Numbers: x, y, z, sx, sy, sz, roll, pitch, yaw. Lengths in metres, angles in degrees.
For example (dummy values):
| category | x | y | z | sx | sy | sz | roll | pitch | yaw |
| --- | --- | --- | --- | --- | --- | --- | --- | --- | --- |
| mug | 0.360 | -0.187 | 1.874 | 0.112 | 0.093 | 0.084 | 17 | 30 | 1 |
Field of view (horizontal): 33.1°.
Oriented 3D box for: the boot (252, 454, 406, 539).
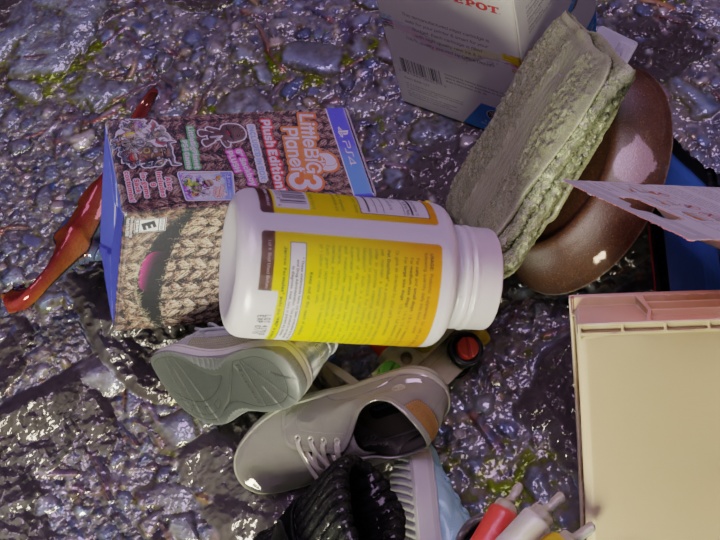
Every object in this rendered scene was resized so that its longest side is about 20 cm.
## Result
| category | x | y | z | sx | sy | sz | roll | pitch | yaw |
| --- | --- | --- | --- | --- | --- | --- | --- | --- | --- |
| boot | -0.026 | 0.251 | 0.851 | 0.158 | 0.079 | 0.212 | -37 | 54 | 22 |

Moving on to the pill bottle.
| category | x | y | z | sx | sy | sz | roll | pitch | yaw |
| --- | --- | --- | --- | --- | --- | --- | --- | --- | --- |
| pill bottle | 0.000 | 0.000 | 0.896 | 0.199 | 0.109 | 0.110 | 4 | 57 | -14 |

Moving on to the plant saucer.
| category | x | y | z | sx | sy | sz | roll | pitch | yaw |
| --- | --- | --- | --- | --- | --- | --- | --- | --- | --- |
| plant saucer | 0.170 | -0.080 | 0.993 | 0.037 | 0.200 | 0.201 | 20 | 55 | -27 |

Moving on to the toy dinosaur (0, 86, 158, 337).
| category | x | y | z | sx | sy | sz | roll | pitch | yaw |
| --- | --- | --- | --- | --- | --- | --- | --- | --- | --- |
| toy dinosaur | -0.252 | -0.043 | 1.083 | 0.105 | 0.201 | 0.181 | 7 | 28 | 34 |

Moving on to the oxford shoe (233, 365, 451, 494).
| category | x | y | z | sx | sy | sz | roll | pitch | yaw |
| --- | --- | --- | --- | --- | --- | --- | --- | --- | --- |
| oxford shoe | -0.022 | 0.131 | 0.931 | 0.199 | 0.075 | 0.058 | -24 | 25 | 27 |

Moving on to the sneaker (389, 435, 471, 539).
| category | x | y | z | sx | sy | sz | roll | pitch | yaw |
| --- | --- | --- | --- | --- | --- | --- | --- | --- | --- |
| sneaker | 0.072 | 0.215 | 0.906 | 0.082 | 0.074 | 0.201 | 5 | 50 | -19 |

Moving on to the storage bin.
| category | x | y | z | sx | sy | sz | roll | pitch | yaw |
| --- | --- | --- | --- | --- | --- | --- | --- | --- | --- |
| storage bin | 0.248 | 0.119 | 0.835 | 0.198 | 0.094 | 0.201 | -2 | 98 | 10 |

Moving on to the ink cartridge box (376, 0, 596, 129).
| category | x | y | z | sx | sy | sz | roll | pitch | yaw |
| --- | --- | --- | --- | --- | --- | --- | --- | --- | --- |
| ink cartridge box | 0.116 | -0.244 | 1.083 | 0.147 | 0.200 | 0.145 | 24 | 67 | 24 |

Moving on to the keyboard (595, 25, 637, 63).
| category | x | y | z | sx | sy | sz | roll | pitch | yaw |
| --- | --- | --- | --- | --- | --- | --- | --- | --- | --- |
| keyboard | 0.159 | -0.102 | 0.981 | 0.201 | 0.011 | 0.056 | -62 | 23 | 13 |

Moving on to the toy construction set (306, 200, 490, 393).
| category | x | y | z | sx | sy | sz | roll | pitch | yaw |
| --- | --- | --- | --- | --- | --- | --- | --- | --- | --- |
| toy construction set | 0.027 | 0.051 | 0.989 | 0.200 | 0.092 | 0.131 | -43 | 83 | -6 |

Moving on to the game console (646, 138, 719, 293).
| category | x | y | z | sx | sy | sz | roll | pitch | yaw |
| --- | --- | --- | --- | --- | --- | --- | --- | --- | --- |
| game console | 0.313 | -0.021 | 0.952 | 0.172 | 0.119 | 0.201 | -4 | 59 | 11 |

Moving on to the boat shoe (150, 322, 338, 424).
| category | x | y | z | sx | sy | sz | roll | pitch | yaw |
| --- | --- | --- | --- | --- | --- | --- | --- | --- | --- |
| boat shoe | -0.098 | 0.076 | 0.983 | 0.202 | 0.075 | 0.065 | -14 | 19 | 49 |

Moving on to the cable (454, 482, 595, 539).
| category | x | y | z | sx | sy | sz | roll | pitch | yaw |
| --- | --- | --- | --- | --- | --- | --- | --- | --- | --- |
| cable | 0.065 | 0.222 | 0.807 | 0.200 | 0.050 | 0.097 | -41 | 36 | -23 |

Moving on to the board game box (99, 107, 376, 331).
| category | x | y | z | sx | sy | sz | roll | pitch | yaw |
| --- | --- | --- | --- | --- | --- | --- | --- | --- | --- |
| board game box | -0.108 | -0.041 | 0.998 | 0.199 | 0.160 | 0.097 | -6 | 55 | -18 |

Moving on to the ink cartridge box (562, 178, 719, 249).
| category | x | y | z | sx | sy | sz | roll | pitch | yaw |
| --- | --- | --- | --- | --- | --- | --- | --- | --- | --- |
| ink cartridge box | 0.260 | -0.021 | 0.832 | 0.199 | 0.050 | 0.161 | -1 | 17 | -21 |

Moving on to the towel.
| category | x | y | z | sx | sy | sz | roll | pitch | yaw |
| --- | --- | --- | --- | --- | --- | --- | --- | --- | --- |
| towel | 0.137 | -0.103 | 0.971 | 0.200 | 0.036 | 0.149 | -60 | 23 | 18 |
